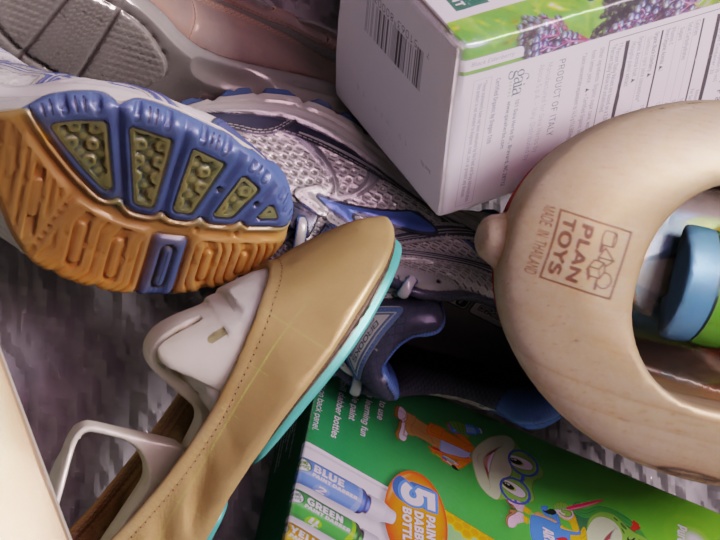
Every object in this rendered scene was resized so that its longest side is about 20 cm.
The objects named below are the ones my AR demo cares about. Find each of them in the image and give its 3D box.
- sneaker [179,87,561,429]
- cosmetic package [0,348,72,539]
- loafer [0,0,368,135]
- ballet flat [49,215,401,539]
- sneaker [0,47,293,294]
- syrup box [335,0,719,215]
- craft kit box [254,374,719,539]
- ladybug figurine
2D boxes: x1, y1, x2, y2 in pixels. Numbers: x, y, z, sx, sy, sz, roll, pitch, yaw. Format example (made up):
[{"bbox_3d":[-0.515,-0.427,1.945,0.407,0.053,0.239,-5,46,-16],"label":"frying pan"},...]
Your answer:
[{"bbox_3d":[0.000,0.000,0.903,0.199,0.077,0.085,20,33,-12],"label":"sneaker"},{"bbox_3d":[-0.147,0.082,0.766,0.071,0.105,0.201,-18,83,-38],"label":"cosmetic package"},{"bbox_3d":[-0.075,-0.085,0.925,0.200,0.072,0.063,22,43,-29],"label":"loafer"},{"bbox_3d":[-0.061,0.056,0.839,0.063,0.069,0.200,33,89,-14],"label":"ballet flat"},{"bbox_3d":[-0.120,-0.052,0.848,0.199,0.075,0.088,13,28,-17],"label":"sneaker"},{"bbox_3d":[0.097,-0.097,0.909,0.200,0.082,0.079,-18,48,-24],"label":"syrup box"},{"bbox_3d":[0.055,0.135,0.866,0.197,0.049,0.200,25,34,-11],"label":"craft kit box"},{"bbox_3d":[0.129,0.006,0.884,0.199,0.072,0.136,16,95,-21],"label":"ladybug figurine"}]
